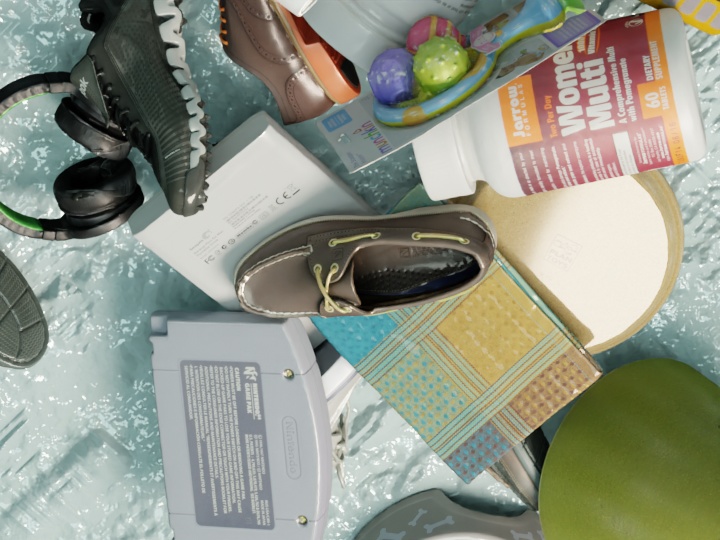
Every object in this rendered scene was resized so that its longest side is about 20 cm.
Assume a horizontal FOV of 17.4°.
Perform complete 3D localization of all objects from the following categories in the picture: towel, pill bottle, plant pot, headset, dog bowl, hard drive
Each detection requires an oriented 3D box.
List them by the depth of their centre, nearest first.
[{"bbox_3d":[0.050,-0.239,1.658,0.113,0.114,0.200,33,108,-14],"label":"pill bottle"},{"bbox_3d":[0.138,-0.113,1.659,0.198,0.110,0.110,-11,113,10],"label":"pill bottle"},{"bbox_3d":[-0.188,-0.079,1.730,0.198,0.094,0.125,-3,114,-18],"label":"headset"},{"bbox_3d":[-0.060,-0.022,1.749,0.132,0.026,0.200,-37,134,14],"label":"hard drive"},{"bbox_3d":[0.064,0.046,1.751,0.146,0.022,0.200,-40,100,20],"label":"towel"},{"bbox_3d":[0.266,0.184,1.757,0.186,0.200,0.189,-11,111,-30],"label":"plant pot"},{"bbox_3d":[0.079,0.277,1.905,0.198,0.059,0.202,0,112,-1],"label":"dog bowl"}]

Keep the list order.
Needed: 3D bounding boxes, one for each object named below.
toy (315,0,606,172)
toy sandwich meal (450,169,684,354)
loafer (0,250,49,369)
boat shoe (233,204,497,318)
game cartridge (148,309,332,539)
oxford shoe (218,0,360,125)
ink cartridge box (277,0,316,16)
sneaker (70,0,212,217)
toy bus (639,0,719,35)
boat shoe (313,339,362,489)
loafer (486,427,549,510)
[{"bbox_3d":[0.060,-0.148,1.605,0.199,0.115,0.047,-28,113,-3],"label":"toy"},{"bbox_3d":[0.148,-0.032,1.771,0.203,0.070,0.207,0,113,-1],"label":"toy sandwich meal"},{"bbox_3d":[-0.320,-0.001,1.787,0.200,0.063,0.072,46,63,-19],"label":"loafer"},{"bbox_3d":[0.000,0.000,1.698,0.198,0.060,0.072,-9,112,10],"label":"boat shoe"},{"bbox_3d":[-0.088,0.128,1.786,0.132,0.042,0.202,0,108,14],"label":"game cartridge"},{"bbox_3d":[-0.081,-0.190,1.702,0.072,0.071,0.201,-29,110,17],"label":"oxford shoe"},{"bbox_3d":[-0.071,-0.270,1.596,0.146,0.200,0.084,37,107,-14],"label":"ink cartridge box"},{"bbox_3d":[-0.158,-0.122,1.668,0.090,0.201,0.067,-7,153,-11],"label":"sneaker"},{"bbox_3d":[0.200,-0.233,1.639,0.199,0.065,0.078,16,118,-46],"label":"toy bus"},{"bbox_3d":[-0.040,0.135,1.834,0.086,0.075,0.202,36,110,-14],"label":"boat shoe"},{"bbox_3d":[0.086,0.105,1.824,0.063,0.072,0.201,-28,102,18],"label":"loafer"}]
